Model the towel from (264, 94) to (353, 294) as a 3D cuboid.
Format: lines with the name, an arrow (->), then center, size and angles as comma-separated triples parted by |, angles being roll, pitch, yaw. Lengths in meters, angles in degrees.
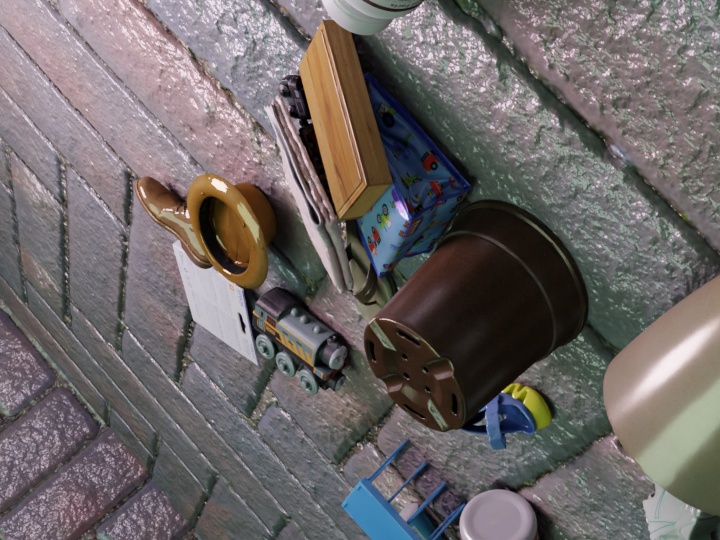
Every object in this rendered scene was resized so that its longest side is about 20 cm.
towel -> -0.066, -0.092, 1.196 | 0.192, 0.032, 0.203 | 76, 171, -64

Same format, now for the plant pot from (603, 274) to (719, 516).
plant pot -> 0.340, 0.077, 0.807 | 0.187, 0.186, 0.202 | 41, 135, 17

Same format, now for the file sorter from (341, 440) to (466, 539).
file sorter -> 0.090, 0.403, 1.539 | 0.200, 0.122, 0.139 | 46, 150, 12

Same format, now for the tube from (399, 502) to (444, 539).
tube -> 0.140, 0.504, 1.660 | 0.201, 0.050, 0.077 | 53, 155, -12

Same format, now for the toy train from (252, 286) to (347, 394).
toy train -> -0.101, 0.116, 1.545 | 0.199, 0.085, 0.116 | 35, 137, 27

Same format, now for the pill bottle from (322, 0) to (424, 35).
pill bottle -> 0.034, -0.308, 0.860 | 0.114, 0.113, 0.200 | 51, 150, 0

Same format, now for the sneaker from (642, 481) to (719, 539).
sneaker -> 0.373, 0.304, 1.105 | 0.080, 0.069, 0.203 | 46, 151, 41

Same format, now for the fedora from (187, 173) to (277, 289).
fedora -> -0.187, -0.071, 1.457 | 0.199, 0.081, 0.204 | 31, 139, 31

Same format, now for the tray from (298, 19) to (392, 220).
tray -> -0.021, -0.171, 1.072 | 0.099, 0.036, 0.204 | 135, 122, -61

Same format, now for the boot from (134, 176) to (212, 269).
boot -> -0.310, -0.101, 1.630 | 0.200, 0.074, 0.076 | 45, 131, 4

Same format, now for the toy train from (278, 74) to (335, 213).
toy train -> -0.054, -0.161, 1.225 | 0.045, 0.034, 0.203 | 6, 128, 39

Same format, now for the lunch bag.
lunch bag -> 0.021, -0.121, 1.119 | 0.202, 0.093, 0.151 | 57, 154, 15

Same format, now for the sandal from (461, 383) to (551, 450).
sandal -> 0.153, 0.178, 1.245 | 0.198, 0.087, 0.081 | 16, 137, 49

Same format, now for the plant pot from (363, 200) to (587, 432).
plant pot -> 0.119, 0.060, 1.051 | 0.199, 0.197, 0.203 | 34, 145, 27

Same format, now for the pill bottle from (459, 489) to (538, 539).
pill bottle -> 0.215, 0.437, 1.405 | 0.115, 0.115, 0.203 | 24, 140, 39

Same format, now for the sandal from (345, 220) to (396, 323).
sandal -> -0.001, -0.001, 1.294 | 0.079, 0.057, 0.204 | 25, 141, 39

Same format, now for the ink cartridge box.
ink cartridge box -> -0.254, 0.055, 1.729 | 0.198, 0.043, 0.199 | 29, 142, 32
